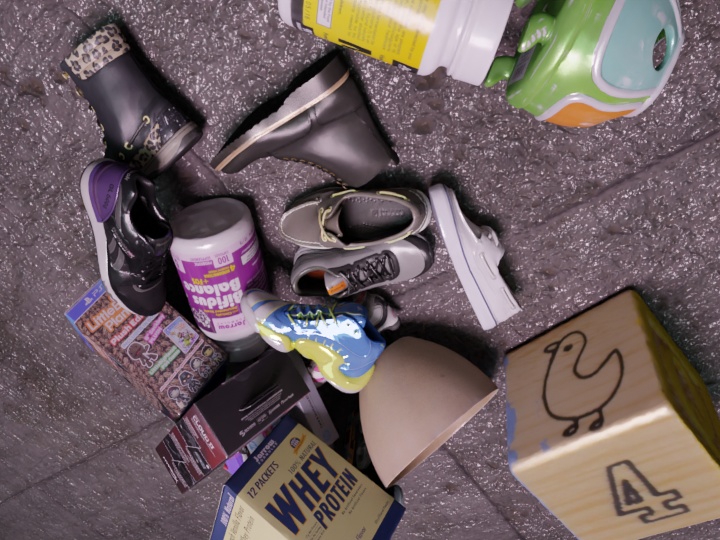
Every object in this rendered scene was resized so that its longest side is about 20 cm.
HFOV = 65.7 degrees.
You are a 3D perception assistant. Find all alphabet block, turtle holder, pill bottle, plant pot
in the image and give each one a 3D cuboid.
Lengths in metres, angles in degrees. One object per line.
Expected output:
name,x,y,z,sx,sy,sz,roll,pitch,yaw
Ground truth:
alphabet block,0.312,0.188,0.691,0.196,0.198,0.198,42,124,-20
turtle holder,0.202,-0.215,0.481,0.128,0.191,0.141,23,160,-4
pill bottle,-0.178,0.019,0.745,0.108,0.114,0.206,0,125,13
plant pot,0.072,0.174,0.763,0.135,0.197,0.203,49,130,21
pill bottle,0.033,-0.248,0.498,0.193,0.116,0.117,20,128,0

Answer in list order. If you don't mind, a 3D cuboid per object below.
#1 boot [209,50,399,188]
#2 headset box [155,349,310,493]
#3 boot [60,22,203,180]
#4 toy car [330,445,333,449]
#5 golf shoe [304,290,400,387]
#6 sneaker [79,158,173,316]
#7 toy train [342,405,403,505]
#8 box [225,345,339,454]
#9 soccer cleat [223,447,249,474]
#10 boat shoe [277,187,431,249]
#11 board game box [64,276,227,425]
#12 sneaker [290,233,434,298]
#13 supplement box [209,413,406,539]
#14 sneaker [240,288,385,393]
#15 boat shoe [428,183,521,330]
boot,-0.065,-0.129,0.638,0.196,0.079,0.139,-24,121,29
headset box,-0.166,0.194,0.734,0.078,0.147,0.200,53,134,6
boot,-0.299,-0.173,0.669,0.199,0.074,0.156,-25,111,28
toy car,-0.095,0.329,0.940,0.174,0.183,0.206,-27,87,30
golf shoe,-0.020,0.114,0.796,0.090,0.074,0.202,30,127,-8
sneaker,-0.257,-0.023,0.651,0.085,0.076,0.206,14,129,26
toy train,0.014,0.295,0.846,0.083,0.206,0.114,21,141,-19
box,-0.134,0.201,0.842,0.197,0.041,0.160,-24,92,47
soccer cleat,-0.221,0.301,0.988,0.070,0.069,0.205,10,129,12
boat shoe,-0.016,-0.062,0.663,0.194,0.060,0.075,-4,100,19
board game box,-0.291,0.113,0.786,0.198,0.097,0.160,39,153,3
sneaker,0.000,0.000,0.708,0.193,0.080,0.076,-9,122,18
supplement box,-0.078,0.346,0.726,0.196,0.134,0.204,32,127,14
sneaker,-0.050,0.063,0.701,0.198,0.076,0.106,36,108,-17
boat shoe,0.140,-0.023,0.669,0.064,0.074,0.203,-24,121,10
